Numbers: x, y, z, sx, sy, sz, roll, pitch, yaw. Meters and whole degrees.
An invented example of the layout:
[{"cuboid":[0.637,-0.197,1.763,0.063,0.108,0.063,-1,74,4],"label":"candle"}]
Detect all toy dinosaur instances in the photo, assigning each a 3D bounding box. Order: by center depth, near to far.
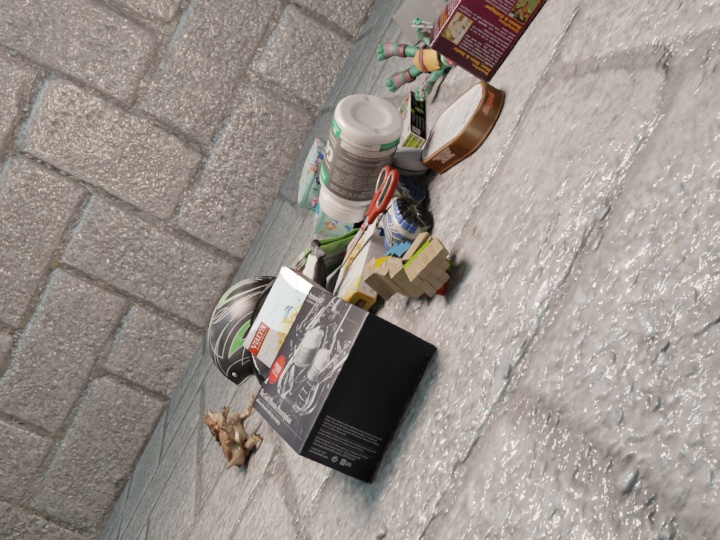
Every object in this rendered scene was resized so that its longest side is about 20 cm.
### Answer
[{"cuboid":[-0.250,0.335,1.598,0.200,0.086,0.136,-110,36,-50],"label":"toy dinosaur"}]

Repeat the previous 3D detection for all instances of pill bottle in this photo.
[{"cuboid":[-0.005,-0.179,1.341,0.200,0.113,0.113,108,177,-47],"label":"pill bottle"}]

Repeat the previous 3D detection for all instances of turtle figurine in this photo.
[{"cuboid":[0.121,-0.401,1.555,0.200,0.101,0.150,7,105,51],"label":"turtle figurine"}]

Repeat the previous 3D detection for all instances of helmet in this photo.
[{"cuboid":[-0.180,0.110,1.474,0.200,0.190,0.200,-178,90,-84],"label":"helmet"}]

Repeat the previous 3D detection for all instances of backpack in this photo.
[{"cuboid":[-0.045,-0.162,1.597,0.178,0.150,0.200,-97,17,-69],"label":"backpack"}]

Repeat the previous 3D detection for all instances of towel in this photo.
[{"cuboid":[-0.082,-0.017,1.545,0.149,0.031,0.200,-21,-16,-41],"label":"towel"}]

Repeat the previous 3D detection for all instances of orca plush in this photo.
[{"cuboid":[-0.089,0.046,1.360,0.105,0.071,0.200,20,102,38],"label":"orca plush"}]

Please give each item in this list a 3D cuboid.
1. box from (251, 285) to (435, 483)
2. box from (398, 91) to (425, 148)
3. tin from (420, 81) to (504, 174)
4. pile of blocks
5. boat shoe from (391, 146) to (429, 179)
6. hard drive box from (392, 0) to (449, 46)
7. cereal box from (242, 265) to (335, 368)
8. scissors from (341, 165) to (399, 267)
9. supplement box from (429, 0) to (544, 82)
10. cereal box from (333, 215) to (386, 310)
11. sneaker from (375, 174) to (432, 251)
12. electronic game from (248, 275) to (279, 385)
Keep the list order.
[{"cuboid":[-0.029,0.134,1.018,0.182,0.104,0.200,-63,25,-4],"label":"box"},{"cuboid":[0.082,-0.260,1.570,0.110,0.035,0.200,-55,16,31],"label":"box"},{"cuboid":[0.150,-0.217,1.237,0.112,0.042,0.200,-63,13,-19],"label":"tin"},{"cuboid":[0.074,0.002,1.069,0.082,0.062,0.200,-54,19,-15],"label":"pile of blocks"},{"cuboid":[0.066,-0.176,1.411,0.200,0.072,0.066,22,122,60],"label":"boat shoe"},{"cuboid":[0.171,-0.536,1.561,0.156,0.077,0.200,-40,5,-21],"label":"hard drive box"},{"cuboid":[-0.073,0.101,1.197,0.200,0.040,0.144,32,98,34],"label":"cereal box"},{"cuboid":[0.011,-0.073,1.261,0.200,0.014,0.073,-64,23,23],"label":"scissors"},{"cuboid":[0.203,-0.409,1.243,0.200,0.110,0.086,-54,15,32],"label":"supplement box"},{"cuboid":[0.000,0.000,1.334,0.144,0.039,0.200,-52,17,49],"label":"cereal box"},{"cuboid":[0.055,-0.090,1.270,0.085,0.077,0.200,-61,13,27],"label":"sneaker"},{"cuboid":[-0.120,0.104,1.303,0.200,0.042,0.200,-13,74,49],"label":"electronic game"}]
